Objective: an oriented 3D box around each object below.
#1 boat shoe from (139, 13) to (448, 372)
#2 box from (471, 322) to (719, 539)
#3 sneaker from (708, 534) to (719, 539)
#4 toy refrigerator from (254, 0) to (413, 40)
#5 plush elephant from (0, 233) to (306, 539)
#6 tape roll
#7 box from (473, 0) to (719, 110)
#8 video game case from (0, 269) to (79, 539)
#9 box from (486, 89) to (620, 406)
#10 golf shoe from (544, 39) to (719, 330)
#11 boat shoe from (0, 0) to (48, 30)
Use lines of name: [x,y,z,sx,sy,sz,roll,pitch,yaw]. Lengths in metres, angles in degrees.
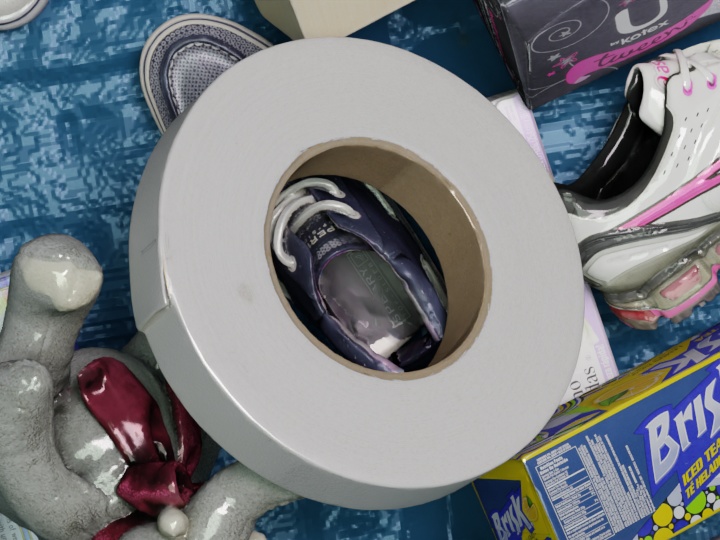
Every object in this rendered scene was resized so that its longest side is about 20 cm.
boat shoe: [-0.026,-0.034,1.185,0.075,0.093,0.200,-42,95,3]
box: [0.151,0.069,1.176,0.199,0.070,0.065,-25,96,-21]
sneaker: [0.133,0.151,1.211,0.199,0.079,0.130,31,93,-4]
toy refrigerator: [-0.034,-0.203,1.121,0.076,0.070,0.201,-29,120,-12]
plush elephant: [-0.089,0.101,1.117,0.155,0.165,0.201,36,97,29]
tape roll: [0.000,0.000,1.105,0.202,0.037,0.204,10,66,-24]
box: [0.134,-0.175,1.143,0.199,0.132,0.115,-24,71,2]
video game case: [-0.198,0.117,1.219,0.180,0.045,0.201,-18,95,0]
box: [0.087,0.016,1.217,0.038,0.041,0.201,-19,96,-1]
golf shoe: [0.166,-0.070,1.176,0.200,0.073,0.092,-48,119,-6]
boat shoe: [-0.169,-0.208,1.178,0.070,0.070,0.201,0,95,-1]
